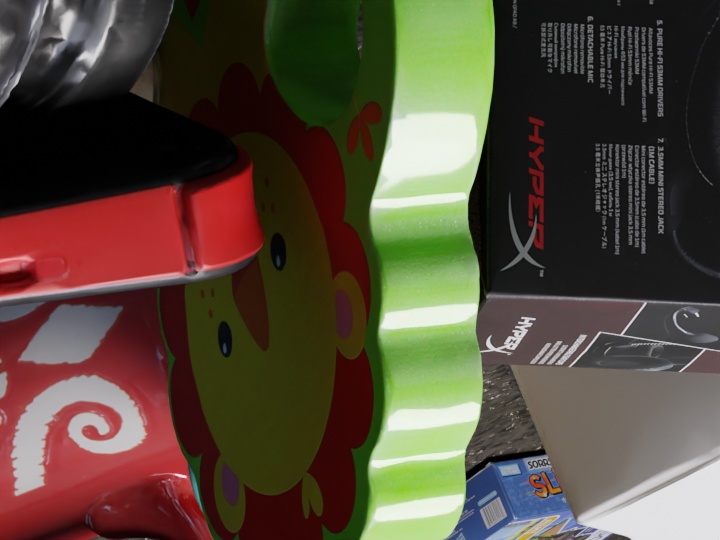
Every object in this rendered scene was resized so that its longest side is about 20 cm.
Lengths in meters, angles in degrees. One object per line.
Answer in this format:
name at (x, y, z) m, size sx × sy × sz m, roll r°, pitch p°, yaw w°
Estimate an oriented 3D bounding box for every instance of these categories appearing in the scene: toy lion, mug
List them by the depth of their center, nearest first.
toy lion at (-0.013, -0.024, 0.751) m, size 0.068 × 0.192 × 0.200 m, roll -5°, pitch 146°, yaw -25°
mug at (-0.127, 0.051, 0.937) m, size 0.199 × 0.178 × 0.134 m, roll -22°, pitch 129°, yaw 14°

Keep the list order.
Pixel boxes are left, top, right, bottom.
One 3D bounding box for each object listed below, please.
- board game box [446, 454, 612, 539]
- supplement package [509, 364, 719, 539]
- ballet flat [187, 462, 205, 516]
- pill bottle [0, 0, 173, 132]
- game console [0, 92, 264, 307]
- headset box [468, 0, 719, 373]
board game box at (0.064, 0.155, 1.636) m, size 0.135 × 0.035 × 0.200 m, roll -5°, pitch 155°, yaw -44°
supplement package at (0.096, -0.032, 0.890) m, size 0.119 × 0.201 × 0.121 m, roll -27°, pitch 162°, yaw 16°
ballet flat at (0.000, 0.000, 0.897) m, size 0.073 × 0.201 × 0.073 m, roll 6°, pitch 134°, yaw 6°
pill bottle at (-0.137, -0.076, 0.640) m, size 0.112 × 0.112 × 0.199 m, roll -35°, pitch 158°, yaw 35°
game console at (-0.137, -0.022, 0.737) m, size 0.176 × 0.031 × 0.200 m, roll -13°, pitch -160°, yaw -29°
headset box at (0.124, -0.051, 0.767) m, size 0.199 × 0.150 × 0.077 m, roll 2°, pitch 166°, yaw -7°
